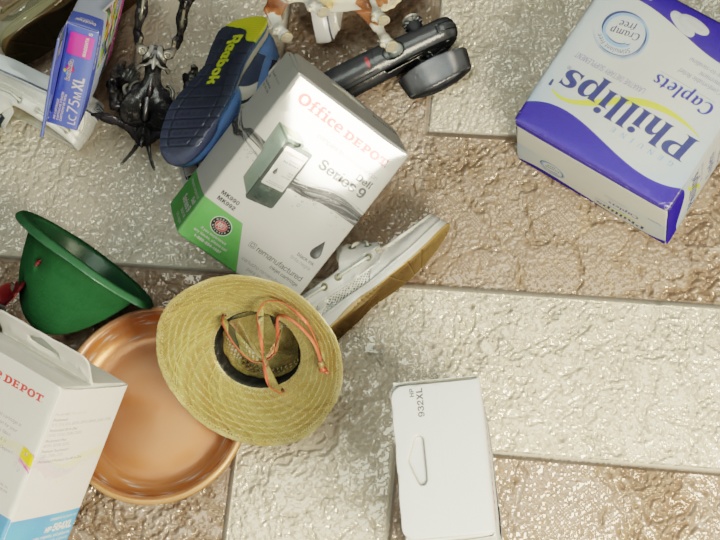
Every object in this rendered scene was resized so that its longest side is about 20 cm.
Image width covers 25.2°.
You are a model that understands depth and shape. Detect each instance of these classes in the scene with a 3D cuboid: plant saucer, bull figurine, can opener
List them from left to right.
[{"bbox_3d":[-0.206,0.138,1.623,0.198,0.037,0.202,-2,73,7],"label":"plant saucer"},{"bbox_3d":[-0.014,-0.289,1.649,0.198,0.065,0.122,-1,52,-16],"label":"bull figurine"},{"bbox_3d":[0.015,-0.210,1.687,0.198,0.063,0.079,-20,68,1],"label":"can opener"}]

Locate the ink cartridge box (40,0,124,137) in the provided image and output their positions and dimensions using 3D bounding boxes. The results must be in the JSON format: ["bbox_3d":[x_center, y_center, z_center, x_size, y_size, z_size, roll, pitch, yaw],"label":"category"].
[{"bbox_3d":[-0.281,-0.229,1.650,0.042,0.120,0.201,17,34,-4],"label":"ink cartridge box"}]

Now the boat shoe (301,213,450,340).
[{"bbox_3d":[0.000,0.000,1.621,0.199,0.071,0.069,-39,74,-4],"label":"boat shoe"}]

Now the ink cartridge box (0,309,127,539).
[{"bbox_3d":[-0.327,0.151,1.550,0.128,0.125,0.202,26,98,22],"label":"ink cartridge box"}]

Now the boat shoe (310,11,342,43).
[{"bbox_3d":[-0.019,-0.340,1.731,0.065,0.072,0.202,1,67,7],"label":"boat shoe"}]

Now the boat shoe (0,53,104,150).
[{"bbox_3d":[-0.381,-0.178,1.729,0.200,0.075,0.087,24,81,4],"label":"boat shoe"}]

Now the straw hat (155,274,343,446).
[{"bbox_3d":[-0.093,0.067,1.561,0.199,0.203,0.085,15,34,12],"label":"straw hat"}]

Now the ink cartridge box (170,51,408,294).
[{"bbox_3d":[-0.071,-0.090,1.587,0.145,0.084,0.201,34,102,-21],"label":"ink cartridge box"}]

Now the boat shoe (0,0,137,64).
[{"bbox_3d":[-0.313,-0.302,1.754,0.199,0.072,0.065,-34,57,-9],"label":"boat shoe"}]

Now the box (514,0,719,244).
[{"bbox_3d":[0.282,-0.165,1.618,0.183,0.105,0.201,31,80,16],"label":"box"}]

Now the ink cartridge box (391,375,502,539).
[{"bbox_3d":[0.083,0.192,1.483,0.083,0.200,0.147,-7,72,5],"label":"ink cartridge box"}]

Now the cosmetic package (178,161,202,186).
[{"bbox_3d":[-0.086,-0.107,1.676,0.198,0.051,0.083,-18,73,2],"label":"cosmetic package"}]

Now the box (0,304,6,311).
[{"bbox_3d":[-0.461,0.101,1.598,0.160,0.049,0.202,22,104,-7],"label":"box"}]

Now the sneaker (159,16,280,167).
[{"bbox_3d":[-0.136,-0.172,1.661,0.073,0.083,0.201,8,52,32],"label":"sneaker"}]

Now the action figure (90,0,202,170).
[{"bbox_3d":[-0.214,-0.209,1.700,0.118,0.102,0.202,10,95,2],"label":"action figure"}]

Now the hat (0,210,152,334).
[{"bbox_3d":[-0.326,0.054,1.620,0.165,0.200,0.177,35,91,-17],"label":"hat"}]
